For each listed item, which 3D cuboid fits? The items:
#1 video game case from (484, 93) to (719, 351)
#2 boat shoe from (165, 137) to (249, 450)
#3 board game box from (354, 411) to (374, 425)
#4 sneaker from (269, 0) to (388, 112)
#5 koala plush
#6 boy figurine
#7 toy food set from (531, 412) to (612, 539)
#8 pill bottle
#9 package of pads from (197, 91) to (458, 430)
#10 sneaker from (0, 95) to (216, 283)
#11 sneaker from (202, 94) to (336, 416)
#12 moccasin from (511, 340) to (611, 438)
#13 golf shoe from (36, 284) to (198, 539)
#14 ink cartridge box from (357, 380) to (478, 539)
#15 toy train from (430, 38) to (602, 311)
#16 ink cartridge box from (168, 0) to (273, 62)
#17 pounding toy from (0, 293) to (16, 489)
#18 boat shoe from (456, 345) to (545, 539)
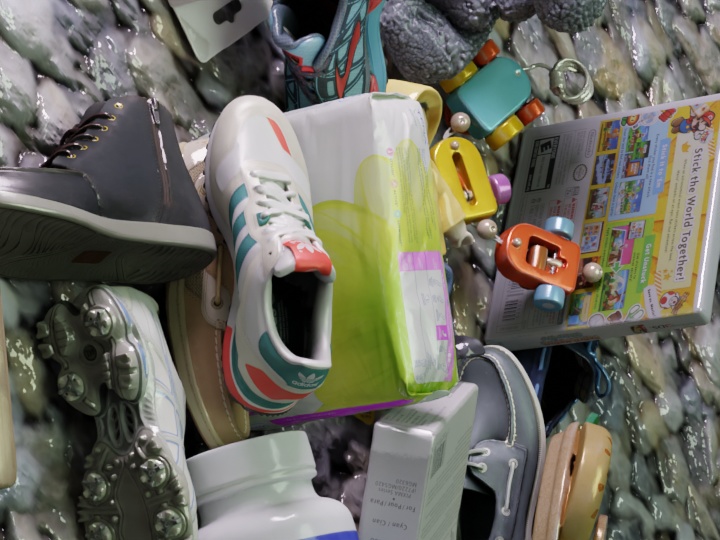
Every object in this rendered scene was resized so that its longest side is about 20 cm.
[{"bbox_3d":[0.191,-0.036,1.984,0.023,0.181,0.201,47,45,-43],"label":"video game case"},{"bbox_3d":[-0.086,0.013,1.647,0.071,0.064,0.201,30,52,-79],"label":"boat shoe"},{"bbox_3d":[0.000,0.000,1.834,0.095,0.030,0.201,36,55,-45],"label":"board game box"},{"bbox_3d":[-0.033,-0.157,1.745,0.095,0.079,0.201,-32,140,-46],"label":"sneaker"},{"bbox_3d":[0.071,-0.276,1.904,0.200,0.177,0.184,54,29,-31],"label":"koala plush"},{"bbox_3d":[0.039,-0.034,1.823,0.124,0.064,0.201,-3,86,-54],"label":"boy figurine"},{"bbox_3d":[0.152,0.204,1.909,0.198,0.048,0.201,2,95,-82],"label":"toy food set"},{"bbox_3d":[-0.047,0.205,1.605,0.112,0.112,0.201,0,73,-56],"label":"pill bottle"},{"bbox_3d":[-0.021,-0.006,1.686,0.068,0.154,0.201,-1,81,-56],"label":"package of pads"},{"bbox_3d":[-0.178,-0.055,1.560,0.200,0.075,0.107,11,56,-50],"label":"sneaker"},{"bbox_3d":[-0.045,-0.017,1.591,0.070,0.093,0.201,4,74,-28],"label":"sneaker"},{"bbox_3d":[0.152,0.084,1.994,0.081,0.068,0.200,62,37,-24],"label":"moccasin"},{"bbox_3d":[-0.125,0.104,1.577,0.097,0.078,0.201,-16,96,-63],"label":"golf shoe"},{"bbox_3d":[0.035,0.173,1.739,0.200,0.044,0.177,-30,128,-78],"label":"ink cartridge box"},{"bbox_3d":[0.110,-0.070,1.957,0.150,0.056,0.201,16,65,-22],"label":"toy train"},{"bbox_3d":[-0.094,-0.251,1.727,0.116,0.067,0.201,-43,116,-53],"label":"ink cartridge box"},{"bbox_3d":[-0.276,0.022,1.343,0.184,0.142,0.201,1,80,-44],"label":"pounding toy"},{"bbox_3d":[0.087,0.150,1.877,0.062,0.073,0.201,17,72,-57],"label":"boat shoe"}]
